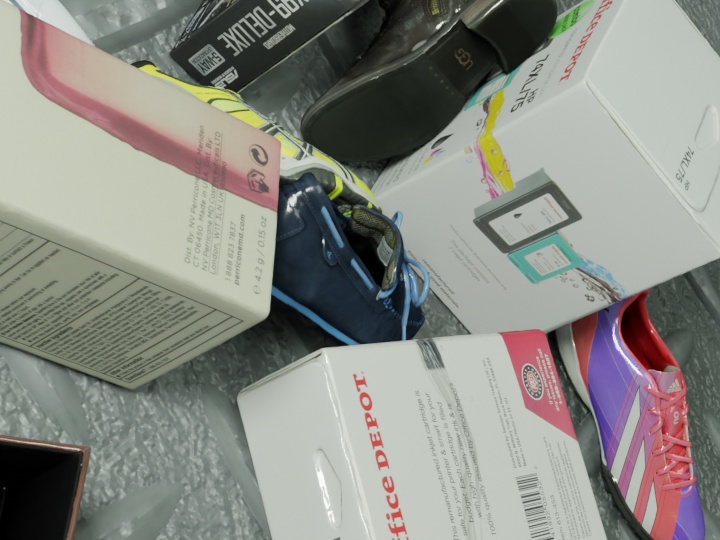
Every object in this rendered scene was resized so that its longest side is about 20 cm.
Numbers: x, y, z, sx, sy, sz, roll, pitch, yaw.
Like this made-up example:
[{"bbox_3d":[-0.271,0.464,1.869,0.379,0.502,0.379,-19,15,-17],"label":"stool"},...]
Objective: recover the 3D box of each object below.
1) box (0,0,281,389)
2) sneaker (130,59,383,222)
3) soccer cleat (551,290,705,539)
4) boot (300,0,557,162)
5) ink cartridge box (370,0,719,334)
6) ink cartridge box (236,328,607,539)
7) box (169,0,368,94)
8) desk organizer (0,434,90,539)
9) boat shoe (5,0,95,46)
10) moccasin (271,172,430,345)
[{"bbox_3d":[-0.155,-0.035,0.736,0.200,0.128,0.109,25,54,-34],"label":"box"},{"bbox_3d":[-0.062,-0.068,0.885,0.200,0.075,0.077,25,41,-42],"label":"sneaker"},{"bbox_3d":[0.204,0.107,1.054,0.068,0.073,0.201,-15,81,-47],"label":"soccer cleat"},{"bbox_3d":[0.028,-0.175,1.006,0.069,0.200,0.174,54,5,-45],"label":"boot"},{"bbox_3d":[0.137,-0.069,0.983,0.146,0.200,0.147,47,44,-16],"label":"ink cartridge box"},{"bbox_3d":[0.039,0.119,0.879,0.200,0.084,0.145,-2,72,-46],"label":"ink cartridge box"},{"bbox_3d":[-0.022,-0.213,0.933,0.050,0.158,0.200,42,46,-21],"label":"box"},{"bbox_3d":[-0.181,0.164,0.648,0.072,0.077,0.201,28,53,-32],"label":"desk organizer"},{"bbox_3d":[-0.215,-0.143,0.788,0.200,0.072,0.062,44,70,-15],"label":"boat shoe"},{"bbox_3d":[0.000,0.000,0.865,0.081,0.068,0.200,56,12,23],"label":"moccasin"}]
